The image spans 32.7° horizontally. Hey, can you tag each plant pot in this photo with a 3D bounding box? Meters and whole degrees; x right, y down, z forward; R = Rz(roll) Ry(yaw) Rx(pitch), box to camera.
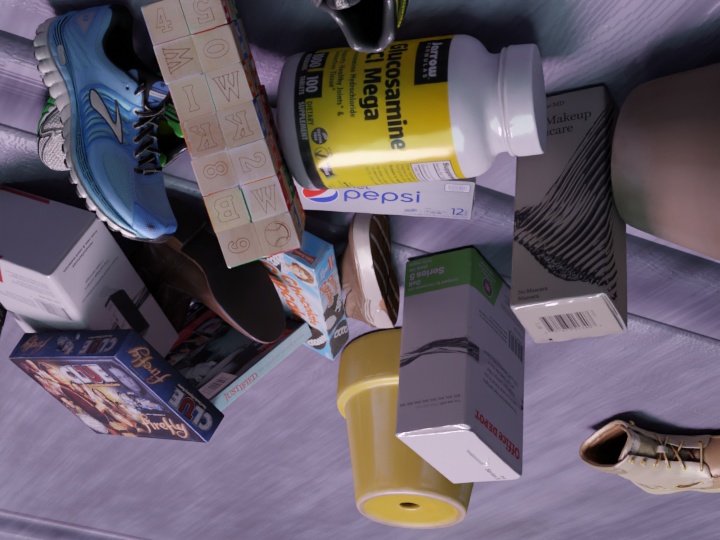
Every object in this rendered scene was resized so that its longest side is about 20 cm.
[{"bbox_3d":[0.296,-0.086,0.950,0.173,0.201,0.200,8,156,33],"label":"plant pot"},{"bbox_3d":[0.065,0.196,1.459,0.200,0.189,0.201,5,151,3],"label":"plant pot"}]

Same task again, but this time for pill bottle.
[{"bbox_3d":[0.043,-0.126,0.971,0.199,0.113,0.113,-4,149,16],"label":"pill bottle"}]

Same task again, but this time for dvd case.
[{"bbox_3d":[-0.166,0.089,1.303,0.200,0.146,0.022,5,126,47],"label":"dvd case"}]

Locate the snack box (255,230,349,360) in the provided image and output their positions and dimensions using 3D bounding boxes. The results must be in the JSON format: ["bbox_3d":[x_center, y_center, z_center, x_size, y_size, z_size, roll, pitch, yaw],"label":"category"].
[{"bbox_3d":[-0.075,0.011,1.261,0.116,0.037,0.200,28,156,19],"label":"snack box"}]

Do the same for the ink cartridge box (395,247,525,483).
[{"bbox_3d":[0.107,0.102,1.271,0.084,0.201,0.145,-11,146,27],"label":"ink cartridge box"}]

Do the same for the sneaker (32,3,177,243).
[{"bbox_3d":[-0.186,-0.118,0.966,0.090,0.201,0.078,-21,179,18],"label":"sneaker"}]

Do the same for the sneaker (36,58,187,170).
[{"bbox_3d":[-0.205,-0.122,1.050,0.199,0.085,0.078,-14,145,32],"label":"sneaker"}]

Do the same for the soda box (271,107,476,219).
[{"bbox_3d":[0.002,-0.094,1.078,0.199,0.068,0.064,4,152,3],"label":"soda box"}]

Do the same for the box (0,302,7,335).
[{"bbox_3d":[-0.415,-0.005,1.216,0.043,0.161,0.200,-3,150,15],"label":"box"}]

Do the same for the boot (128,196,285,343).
[{"bbox_3d":[-0.172,0.034,1.272,0.187,0.064,0.200,50,145,6],"label":"boot"}]

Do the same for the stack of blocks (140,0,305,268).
[{"bbox_3d":[-0.100,-0.115,0.939,0.058,0.115,0.201,-16,104,3],"label":"stack of blocks"}]

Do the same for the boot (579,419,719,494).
[{"bbox_3d":[0.401,0.236,1.586,0.155,0.073,0.200,25,151,-36],"label":"boot"}]

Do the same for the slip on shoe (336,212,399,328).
[{"bbox_3d":[0.000,0.000,1.248,0.060,0.076,0.200,5,158,11],"label":"slip on shoe"}]

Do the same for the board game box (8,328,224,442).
[{"bbox_3d":[-0.244,0.113,1.210,0.200,0.035,0.136,-5,136,47],"label":"board game box"}]

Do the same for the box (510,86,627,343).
[{"bbox_3d":[0.171,-0.046,0.999,0.082,0.201,0.068,-10,147,24],"label":"box"}]

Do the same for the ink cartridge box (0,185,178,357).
[{"bbox_3d":[-0.293,0.022,1.242,0.144,0.084,0.200,17,148,32],"label":"ink cartridge box"}]

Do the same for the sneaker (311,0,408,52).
[{"bbox_3d":[-0.014,-0.228,0.830,0.074,0.085,0.200,-12,146,27],"label":"sneaker"}]
